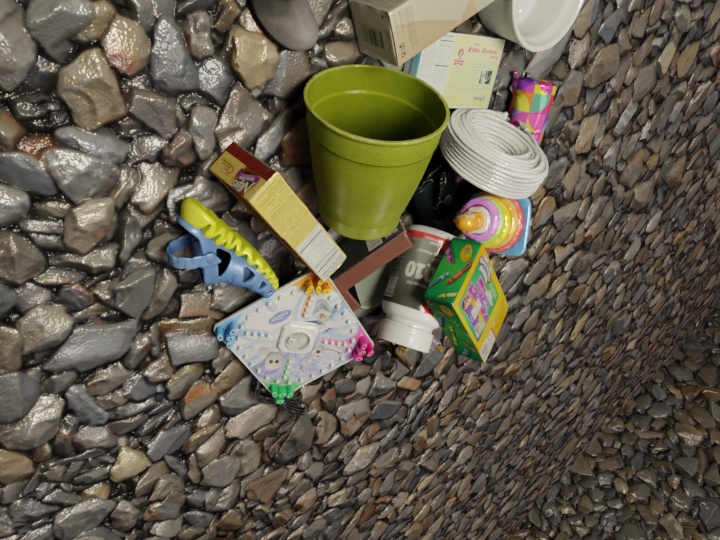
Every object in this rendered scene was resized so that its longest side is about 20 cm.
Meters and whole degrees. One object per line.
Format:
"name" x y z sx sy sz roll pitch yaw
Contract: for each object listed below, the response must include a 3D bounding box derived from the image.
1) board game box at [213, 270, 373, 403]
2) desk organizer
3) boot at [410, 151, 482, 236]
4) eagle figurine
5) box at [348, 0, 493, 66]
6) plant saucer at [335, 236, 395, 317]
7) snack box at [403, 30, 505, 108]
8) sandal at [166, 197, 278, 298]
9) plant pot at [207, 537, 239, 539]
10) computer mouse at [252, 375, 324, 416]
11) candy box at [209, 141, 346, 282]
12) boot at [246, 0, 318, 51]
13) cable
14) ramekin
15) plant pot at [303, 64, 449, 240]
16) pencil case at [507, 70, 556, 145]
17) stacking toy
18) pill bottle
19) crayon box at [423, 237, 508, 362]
"board game box" -0.100 0.114 0.934 0.198 0.026 0.201 -28 127 6
"desk organizer" 0.000 0.000 0.940 0.198 0.072 0.077 -34 124 10
"boot" 0.175 -0.150 1.069 0.199 0.076 0.169 -35 140 -13
"eagle figurine" 0.128 0.096 1.135 0.201 0.151 0.151 -49 141 -8
"box" 0.089 -0.380 0.816 0.199 0.095 0.078 -37 138 -17
"plant saucer" 0.014 0.012 1.045 0.198 0.050 0.203 -25 133 -31
"snack box" 0.152 -0.330 0.954 0.197 0.037 0.118 -12 125 -39
"sandal" -0.194 -0.014 0.811 0.087 0.079 0.200 -48 132 -1
"plant pot" -0.282 0.591 1.123 0.199 0.092 0.204 -24 131 -30
"computer mouse" -0.112 0.157 1.035 0.139 0.046 0.202 27 97 -38
"candy box" -0.110 -0.078 0.811 0.057 0.116 0.200 -46 140 -8
"boot" -0.083 -0.321 0.657 0.070 0.131 0.200 -49 140 -6
"cable" 0.225 -0.204 0.994 0.196 0.202 0.070 6 133 -26
"ramekin" 0.274 -0.468 0.932 0.198 0.097 0.203 -25 133 -30
"plant pot" 0.011 -0.157 0.836 0.198 0.200 0.195 -24 144 -30
"pencil case" 0.312 -0.274 1.118 0.087 0.088 0.204 -15 124 -36
"stacking toy" 0.200 -0.081 0.953 0.199 0.114 0.112 -6 103 -59
"pill bottle" 0.103 0.033 1.012 0.113 0.113 0.204 23 83 -49
"crayon box" 0.185 0.054 0.983 0.120 0.058 0.201 -60 140 -21
